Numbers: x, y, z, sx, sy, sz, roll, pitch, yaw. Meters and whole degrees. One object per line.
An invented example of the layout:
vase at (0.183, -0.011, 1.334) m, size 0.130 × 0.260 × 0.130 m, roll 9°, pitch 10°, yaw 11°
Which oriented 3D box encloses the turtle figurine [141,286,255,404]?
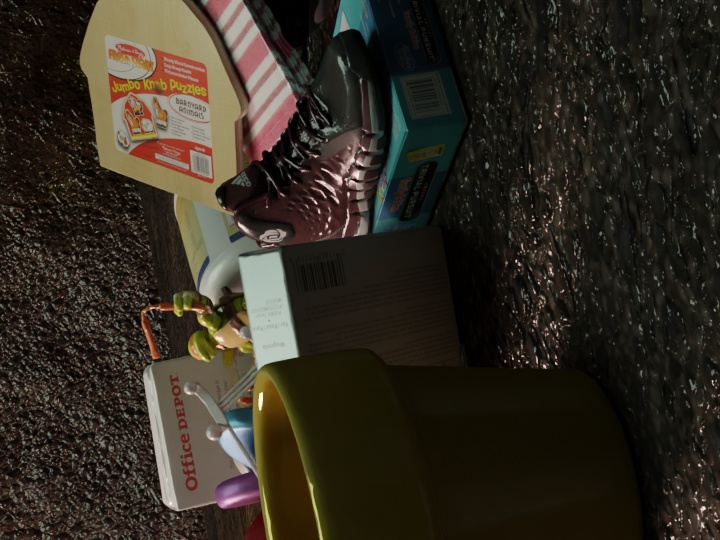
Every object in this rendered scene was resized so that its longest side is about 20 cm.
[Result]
turtle figurine at (-0.098, 0.047, 1.382) m, size 0.200 × 0.160 × 0.065 m, roll 44°, pitch -157°, yaw -44°

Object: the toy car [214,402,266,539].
toy car at (-0.057, 0.188, 1.298) m, size 0.174 × 0.149 × 0.202 m, roll -29°, pitch 83°, yaw 49°

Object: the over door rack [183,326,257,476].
over door rack at (-0.044, 0.111, 1.202) m, size 0.200 × 0.148 × 0.067 m, roll 49°, pitch -176°, yaw 33°

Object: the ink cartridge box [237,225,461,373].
ink cartridge box at (0.005, 0.064, 1.024) m, size 0.043 × 0.199 × 0.176 m, roll -9°, pitch 90°, yaw 34°

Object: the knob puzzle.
knob puzzle at (-0.165, -0.165, 1.277) m, size 0.218 × 0.030 × 0.222 m, roll 22°, pitch 125°, yaw 34°

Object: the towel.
towel at (-0.102, -0.189, 1.223) m, size 0.202 × 0.030 × 0.146 m, roll 61°, pitch 153°, yaw 3°

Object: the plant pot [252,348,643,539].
plant pot at (0.049, 0.135, 0.846) m, size 0.201 × 0.186 × 0.204 m, roll 170°, pitch 90°, yaw -77°

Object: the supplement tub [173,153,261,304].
supplement tub at (-0.107, -0.044, 1.486) m, size 0.146 × 0.142 × 0.201 m, roll 94°, pitch 162°, yaw -45°

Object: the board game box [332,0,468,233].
board game box at (0.020, -0.121, 1.101) m, size 0.200 × 0.046 × 0.153 m, roll 108°, pitch 150°, yaw -64°

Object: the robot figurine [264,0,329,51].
robot figurine at (-0.085, -0.271, 1.268) m, size 0.125 × 0.149 × 0.201 m, roll -55°, pitch -17°, yaw -35°

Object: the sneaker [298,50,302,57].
sneaker at (-0.131, -0.291, 1.463) m, size 0.202 × 0.072 × 0.114 m, roll 60°, pitch -178°, yaw -24°

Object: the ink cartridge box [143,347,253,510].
ink cartridge box at (-0.114, 0.153, 1.530) m, size 0.145 × 0.197 × 0.149 m, roll 148°, pitch 112°, yaw -76°

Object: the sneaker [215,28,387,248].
sneaker at (-0.047, -0.078, 1.057) m, size 0.201 × 0.114 × 0.076 m, roll 95°, pitch 160°, yaw -48°
